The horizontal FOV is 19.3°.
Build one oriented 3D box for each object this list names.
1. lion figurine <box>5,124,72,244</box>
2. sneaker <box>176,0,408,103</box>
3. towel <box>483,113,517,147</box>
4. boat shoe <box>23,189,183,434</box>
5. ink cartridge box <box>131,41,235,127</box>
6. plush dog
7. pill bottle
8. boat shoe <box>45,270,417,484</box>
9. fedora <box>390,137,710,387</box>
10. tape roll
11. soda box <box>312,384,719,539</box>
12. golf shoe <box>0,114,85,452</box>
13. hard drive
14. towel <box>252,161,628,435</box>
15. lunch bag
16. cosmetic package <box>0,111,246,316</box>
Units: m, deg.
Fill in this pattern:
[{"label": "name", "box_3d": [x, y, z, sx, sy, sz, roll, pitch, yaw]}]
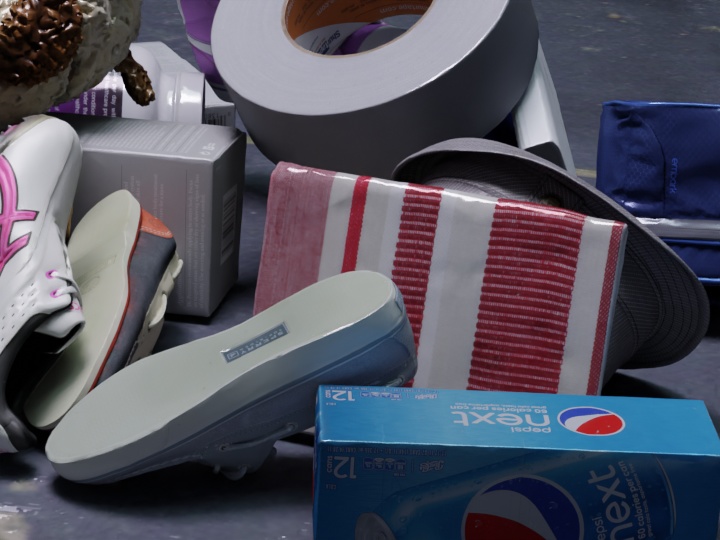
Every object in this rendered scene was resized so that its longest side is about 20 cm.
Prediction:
[{"label": "lion figurine", "box_3d": [-0.230, -0.005, 1.205, 0.072, 0.123, 0.200, 12, 23, 22]}, {"label": "sneaker", "box_3d": [-0.052, -0.170, 1.444, 0.199, 0.115, 0.073, 4, 40, 39]}, {"label": "towel", "box_3d": [0.089, -0.077, 1.444, 0.049, 0.148, 0.200, -27, 13, 17]}, {"label": "boat shoe", "box_3d": [-0.140, 0.033, 1.198, 0.071, 0.063, 0.201, -27, 29, 21]}, {"label": "ink cartridge box", "box_3d": [-0.179, -0.132, 1.657, 0.108, 0.051, 0.200, -6, 21, -21]}, {"label": "plush dog", "box_3d": [-0.212, -0.140, 1.299, 0.199, 0.161, 0.172, -18, 18, 36]}, {"label": "pill bottle", "box_3d": [-0.210, -0.104, 1.489, 0.198, 0.113, 0.113, 2, 20, -2]}, {"label": "boat shoe", "box_3d": [-0.061, 0.072, 1.092, 0.200, 0.072, 0.070, -25, 30, -1]}, {"label": "fedora", "box_3d": [0.088, 0.018, 1.190, 0.200, 0.177, 0.090, 38, 63, -1]}, {"label": "tape roll", "box_3d": [0.009, -0.148, 1.322, 0.199, 0.066, 0.201, -12, 46, 12]}, {"label": "soda box", "box_3d": [0.076, 0.102, 1.048, 0.198, 0.065, 0.068, 2, 21, -2]}, {"label": "golf shoe", "box_3d": [-0.181, 0.010, 1.141, 0.091, 0.201, 0.073, 10, -23, 17]}, {"label": "hard drive", "box_3d": [0.118, -0.095, 1.382, 0.026, 0.132, 0.201, -16, 41, 9]}, {"label": "towel", "box_3d": [0.037, 0.028, 1.130, 0.198, 0.145, 0.023, 10, 6, 18]}, {"label": "lunch bag", "box_3d": [0.250, -0.041, 1.364, 0.198, 0.133, 0.136, 3, 5, 2]}, {"label": "cosmetic package", "box_3d": [-0.179, -0.040, 1.332, 0.198, 0.108, 0.090, 8, 19, 10]}]
